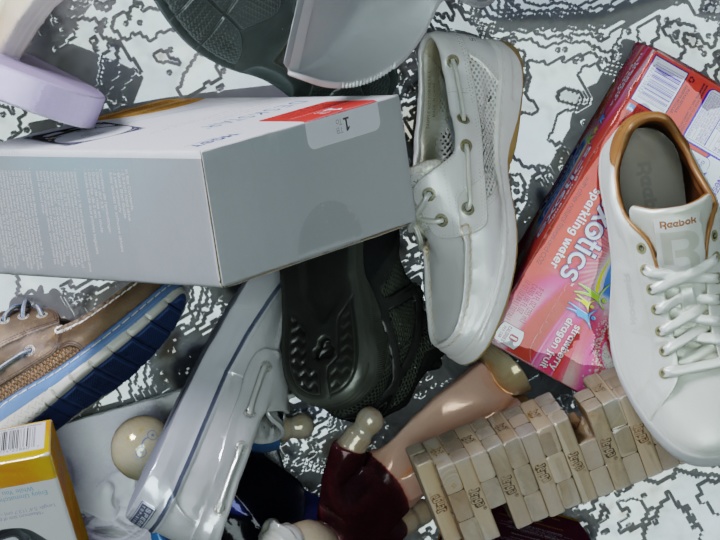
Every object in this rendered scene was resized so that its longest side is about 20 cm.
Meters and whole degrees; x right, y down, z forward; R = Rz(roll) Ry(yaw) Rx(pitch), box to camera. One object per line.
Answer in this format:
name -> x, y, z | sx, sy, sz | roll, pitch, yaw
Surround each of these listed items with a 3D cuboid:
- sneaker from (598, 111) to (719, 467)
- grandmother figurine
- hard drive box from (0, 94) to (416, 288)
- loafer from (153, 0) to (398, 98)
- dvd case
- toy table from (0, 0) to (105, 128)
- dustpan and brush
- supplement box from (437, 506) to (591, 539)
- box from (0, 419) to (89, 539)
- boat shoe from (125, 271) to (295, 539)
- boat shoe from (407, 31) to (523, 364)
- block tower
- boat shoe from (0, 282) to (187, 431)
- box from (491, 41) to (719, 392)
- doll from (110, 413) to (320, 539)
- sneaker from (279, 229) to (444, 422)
sneaker -> 0.169, 0.008, 1.417 | 0.073, 0.085, 0.200 | -13, 77, -2
grandmother figurine -> 0.016, 0.125, 1.518 | 0.200, 0.061, 0.121 | -40, 130, -12
hard drive box -> -0.095, -0.047, 1.456 | 0.200, 0.156, 0.077 | 3, 106, 43
loafer -> -0.063, -0.151, 1.493 | 0.072, 0.063, 0.200 | -48, 129, 8
dvd case -> -0.141, 0.158, 1.600 | 0.200, 0.016, 0.149 | -16, 97, 3
toy table -> -0.212, -0.169, 1.489 | 0.200, 0.184, 0.117 | 23, 96, 27
dustpan and brush -> 0.029, -0.169, 1.477 | 0.057, 0.200, 0.140 | 17, 98, 17
supplement box -> 0.090, 0.210, 1.509 | 0.085, 0.200, 0.111 | 15, 97, -7
box -> -0.219, 0.187, 1.548 | 0.119, 0.042, 0.200 | -10, 125, 2
boat shoe -> -0.073, 0.079, 1.529 | 0.065, 0.074, 0.200 | 28, 62, -5
boat shoe -> 0.049, -0.045, 1.517 | 0.069, 0.071, 0.201 | 13, 70, -28
block tower -> 0.131, 0.096, 1.474 | 0.200, 0.054, 0.058 | -22, 107, -3
boat shoe -> -0.197, 0.057, 1.559 | 0.200, 0.072, 0.072 | -38, 75, -4
box -> 0.161, -0.026, 1.534 | 0.100, 0.095, 0.200 | 29, 97, -4
doll -> -0.063, 0.148, 1.566 | 0.200, 0.048, 0.137 | 32, 82, -7
sneaker -> 0.000, 0.000, 1.556 | 0.076, 0.114, 0.200 | -11, 67, 20
